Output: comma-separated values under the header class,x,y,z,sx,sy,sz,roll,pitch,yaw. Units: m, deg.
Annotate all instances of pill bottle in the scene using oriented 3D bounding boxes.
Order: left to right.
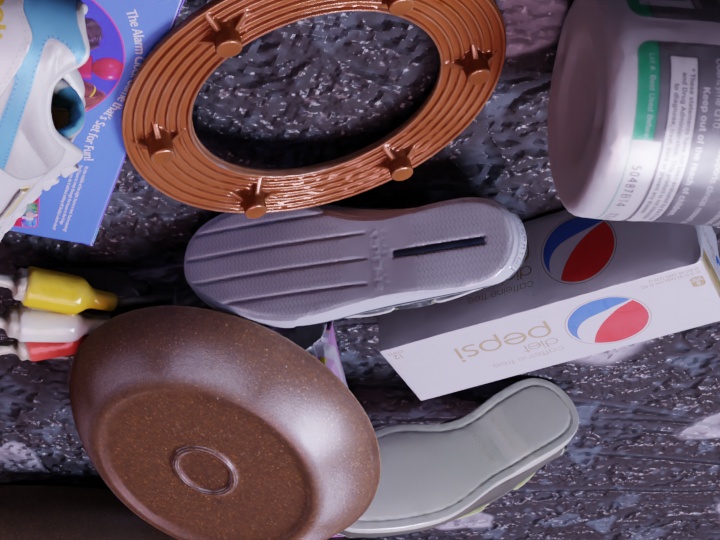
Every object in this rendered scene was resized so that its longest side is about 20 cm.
class,x,y,z,sx,sy,sz,roll,pitch,yaw
pill bottle,0.200,-0.076,0.777,0.198,0.114,0.113,3,145,-8

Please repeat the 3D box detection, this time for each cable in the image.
class,x,y,z,sx,sy,sz,roll,pitch,yaw
cable,-0.128,0.032,0.960,0.198,0.051,0.097,4,141,-7

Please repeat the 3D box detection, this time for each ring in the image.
class,x,y,z,sx,sy,sz,roll,pitch,yaw
ring,-0.020,-0.083,0.794,0.199,0.019,0.201,-13,152,-7

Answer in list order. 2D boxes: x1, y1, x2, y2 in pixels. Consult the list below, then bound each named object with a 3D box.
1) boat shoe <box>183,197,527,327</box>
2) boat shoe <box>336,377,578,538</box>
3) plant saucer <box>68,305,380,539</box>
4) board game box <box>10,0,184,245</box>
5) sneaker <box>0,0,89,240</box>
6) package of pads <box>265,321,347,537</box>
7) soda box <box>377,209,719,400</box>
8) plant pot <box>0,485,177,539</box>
class,x,y,z,sx,sy,sz,roll,pitch,yaw
boat shoe,0.000,0.000,0.907,0.198,0.073,0.071,-2,168,16
boat shoe,0.055,0.134,1.053,0.201,0.072,0.060,-19,155,-30
plant saucer,-0.088,0.108,0.945,0.199,0.037,0.202,11,132,13
board game box,-0.174,-0.096,0.780,0.133,0.045,0.200,10,143,-18
sneaker,-0.169,-0.054,0.736,0.080,0.077,0.200,4,147,-13
package of pads,-0.061,0.109,1.055,0.119,0.076,0.201,-5,145,6
soda box,0.111,0.013,0.942,0.199,0.064,0.068,-17,143,19
plant pot,-0.190,0.237,1.164,0.199,0.188,0.187,21,141,-9
